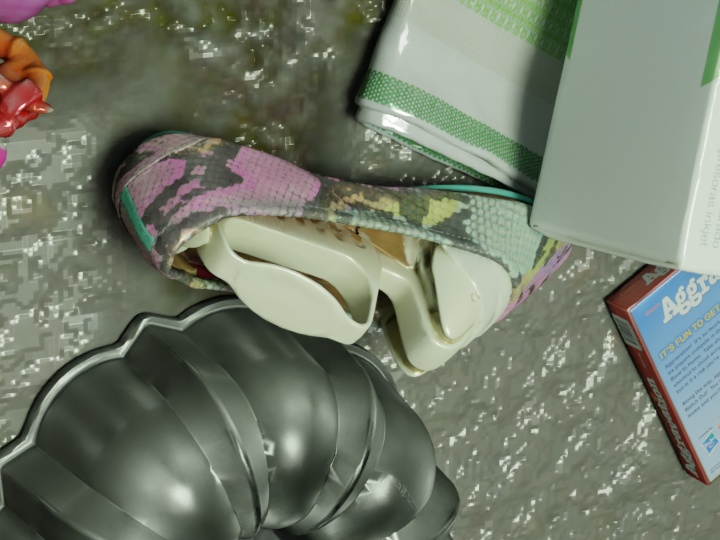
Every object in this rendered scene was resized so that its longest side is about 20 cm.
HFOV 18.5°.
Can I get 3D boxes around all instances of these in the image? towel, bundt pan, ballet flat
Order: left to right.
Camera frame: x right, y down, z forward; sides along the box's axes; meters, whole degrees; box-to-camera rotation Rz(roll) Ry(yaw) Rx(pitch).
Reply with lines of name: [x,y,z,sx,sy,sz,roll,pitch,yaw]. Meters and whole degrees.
bundt pan: [-0.043,0.116,0.841,0.200,0.076,0.204,-10,110,-29]
ballet flat: [0.000,0.000,0.827,0.199,0.072,0.069,12,133,-32]
towel: [0.094,-0.124,0.872,0.148,0.031,0.201,23,93,-35]

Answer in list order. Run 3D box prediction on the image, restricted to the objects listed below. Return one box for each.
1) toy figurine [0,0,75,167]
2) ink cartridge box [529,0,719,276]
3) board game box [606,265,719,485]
toy figurine: [-0.139,-0.067,0.653,0.184,0.151,0.199,-46,149,21]
ink cartridge box: [0.178,-0.066,0.873,0.199,0.087,0.147,9,95,-40]
board game box: [0.203,-0.006,0.980,0.199,0.019,0.103,-38,121,-15]
